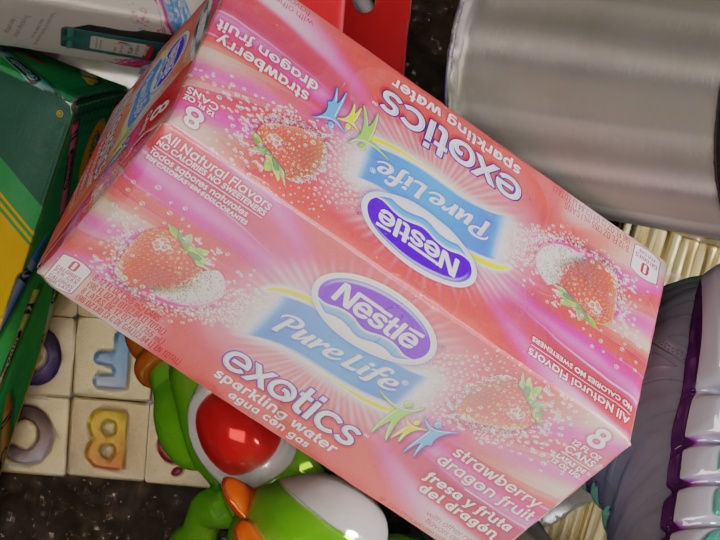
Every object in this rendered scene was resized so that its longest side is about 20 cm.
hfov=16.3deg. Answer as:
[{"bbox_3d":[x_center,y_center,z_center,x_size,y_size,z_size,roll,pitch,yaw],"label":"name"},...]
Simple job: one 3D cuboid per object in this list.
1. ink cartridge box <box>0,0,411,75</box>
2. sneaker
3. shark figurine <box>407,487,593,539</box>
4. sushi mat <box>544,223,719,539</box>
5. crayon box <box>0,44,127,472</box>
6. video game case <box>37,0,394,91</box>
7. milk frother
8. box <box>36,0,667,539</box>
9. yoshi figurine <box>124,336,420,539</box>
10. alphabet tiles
[{"bbox_3d":[-0.066,-0.138,0.949,0.199,0.067,0.117,8,77,-15],"label":"ink cartridge box"},{"bbox_3d":[0.114,0.097,0.926,0.087,0.074,0.201,-10,61,44],"label":"sneaker"},{"bbox_3d":[0.080,0.121,0.979,0.214,0.089,0.128,29,99,13],"label":"shark figurine"},{"bbox_3d":[0.124,0.084,1.023,0.095,0.012,0.201,16,95,3],"label":"sushi mat"},{"bbox_3d":[-0.182,-0.001,0.993,0.118,0.058,0.201,23,106,12],"label":"crayon box"},{"bbox_3d":[-0.114,-0.126,1.015,0.182,0.023,0.200,-33,89,5],"label":"video game case"},{"bbox_3d":[0.163,-0.098,0.957,0.188,0.200,0.181,12,100,29],"label":"milk frother"},{"bbox_3d":[0.000,0.000,0.896,0.200,0.103,0.095,35,131,-13],"label":"box"},{"bbox_3d":[-0.018,0.088,0.958,0.112,0.200,0.113,-2,135,-21],"label":"yoshi figurine"},{"bbox_3d":[-0.098,-0.012,1.035,0.166,0.006,0.201,5,94,3],"label":"alphabet tiles"}]
